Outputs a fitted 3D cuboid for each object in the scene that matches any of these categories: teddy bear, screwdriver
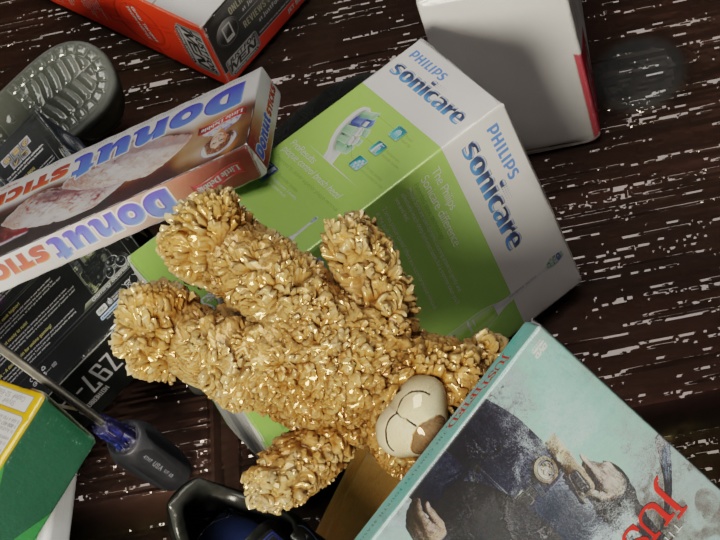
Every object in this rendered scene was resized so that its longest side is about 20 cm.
[{"bbox_3d":[-0.023,0.041,1.348,0.145,0.067,0.200,-44,82,-8],"label":"teddy bear"},{"bbox_3d":[-0.146,0.074,1.453,0.029,0.200,0.028,-25,57,20],"label":"screwdriver"}]

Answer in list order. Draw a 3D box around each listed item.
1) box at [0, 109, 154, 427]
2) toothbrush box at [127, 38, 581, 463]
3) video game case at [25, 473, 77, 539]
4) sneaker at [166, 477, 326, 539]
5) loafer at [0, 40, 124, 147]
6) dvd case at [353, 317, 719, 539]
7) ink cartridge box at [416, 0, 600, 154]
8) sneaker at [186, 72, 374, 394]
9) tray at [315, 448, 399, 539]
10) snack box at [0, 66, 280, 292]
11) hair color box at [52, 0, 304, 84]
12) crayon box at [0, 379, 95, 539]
[{"bbox_3d":[-0.203,0.033,1.561,0.200,0.044,0.160,-46,52,7],"label":"box"},{"bbox_3d":[0.000,0.000,1.485,0.200,0.146,0.086,-37,44,-9],"label":"toothbrush box"},{"bbox_3d":[-0.234,0.199,1.438,0.182,0.023,0.200,-18,49,25],"label":"video game case"},{"bbox_3d":[-0.021,0.171,1.370,0.200,0.078,0.070,29,68,33],"label":"sneaker"},{"bbox_3d":[-0.215,-0.054,1.658,0.200,0.070,0.075,-34,68,9],"label":"loafer"},{"bbox_3d":[0.107,0.141,1.324,0.146,0.200,0.022,-51,20,-10],"label":"dvd case"},{"bbox_3d":[0.077,-0.185,1.599,0.086,0.148,0.200,-13,51,8],"label":"ink cartridge box"},{"bbox_3d":[-0.039,-0.022,1.573,0.104,0.060,0.200,-6,50,20],"label":"sneaker"},{"bbox_3d":[0.006,0.186,1.423,0.099,0.037,0.200,13,61,26],"label":"tray"},{"bbox_3d":[-0.134,-0.043,1.493,0.200,0.024,0.072,-23,32,22],"label":"snack box"},{"bbox_3d":[-0.131,-0.199,1.733,0.200,0.061,0.102,28,67,33],"label":"hair color box"},{"bbox_3d":[-0.239,0.144,1.432,0.126,0.052,0.200,15,67,43],"label":"crayon box"}]
